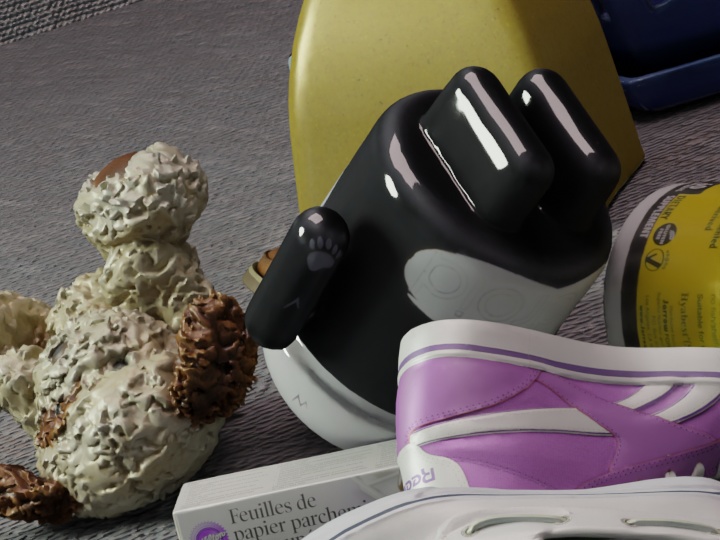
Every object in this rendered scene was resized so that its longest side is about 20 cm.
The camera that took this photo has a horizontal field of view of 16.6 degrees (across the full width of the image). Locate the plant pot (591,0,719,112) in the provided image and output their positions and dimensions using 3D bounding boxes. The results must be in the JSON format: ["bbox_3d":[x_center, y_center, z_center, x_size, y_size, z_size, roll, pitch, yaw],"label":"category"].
[{"bbox_3d":[0.243,-0.230,1.890,0.200,0.180,0.200,-17,13,-11],"label":"plant pot"}]

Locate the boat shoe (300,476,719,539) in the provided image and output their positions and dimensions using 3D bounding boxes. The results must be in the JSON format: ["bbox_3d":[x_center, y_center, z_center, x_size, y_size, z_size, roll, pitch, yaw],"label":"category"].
[{"bbox_3d":[0.058,0.116,0.925,0.200,0.074,0.067,-14,11,-3],"label":"boat shoe"}]

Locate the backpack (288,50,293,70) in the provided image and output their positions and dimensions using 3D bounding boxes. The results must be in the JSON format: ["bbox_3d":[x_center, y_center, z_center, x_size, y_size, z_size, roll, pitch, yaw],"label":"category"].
[{"bbox_3d":[0.046,-0.155,1.882,0.200,0.154,0.163,-2,-4,-16],"label":"backpack"}]

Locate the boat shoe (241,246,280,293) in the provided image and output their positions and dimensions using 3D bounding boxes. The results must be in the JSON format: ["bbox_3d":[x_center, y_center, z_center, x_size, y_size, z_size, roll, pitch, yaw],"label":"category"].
[{"bbox_3d":[0.000,0.000,1.297,0.068,0.072,0.200,-51,-14,10],"label":"boat shoe"}]

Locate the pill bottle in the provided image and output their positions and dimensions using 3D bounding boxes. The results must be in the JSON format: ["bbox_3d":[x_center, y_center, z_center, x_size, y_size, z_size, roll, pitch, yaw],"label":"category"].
[{"bbox_3d":[0.216,0.016,1.091,0.200,0.111,0.111,2,21,44],"label":"pill bottle"}]

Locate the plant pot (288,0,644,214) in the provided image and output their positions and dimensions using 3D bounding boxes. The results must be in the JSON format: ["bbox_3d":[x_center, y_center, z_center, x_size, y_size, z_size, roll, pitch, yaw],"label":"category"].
[{"bbox_3d":[0.058,-0.129,1.633,0.194,0.200,0.196,-9,16,21],"label":"plant pot"}]

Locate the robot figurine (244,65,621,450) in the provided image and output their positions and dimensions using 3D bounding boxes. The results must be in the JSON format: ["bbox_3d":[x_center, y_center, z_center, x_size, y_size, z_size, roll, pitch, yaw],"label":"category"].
[{"bbox_3d":[0.035,-0.003,1.131,0.150,0.200,0.125,26,37,-10],"label":"robot figurine"}]

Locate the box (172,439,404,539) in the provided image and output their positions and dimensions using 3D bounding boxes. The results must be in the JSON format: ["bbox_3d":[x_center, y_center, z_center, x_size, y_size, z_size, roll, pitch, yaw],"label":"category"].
[{"bbox_3d":[0.018,0.099,1.106,0.200,0.039,0.041,-13,13,5],"label":"box"}]

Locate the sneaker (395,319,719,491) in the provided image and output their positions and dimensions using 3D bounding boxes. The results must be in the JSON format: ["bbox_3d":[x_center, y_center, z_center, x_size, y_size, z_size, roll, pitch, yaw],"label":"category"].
[{"bbox_3d":[0.112,0.091,1.019,0.200,0.114,0.073,5,-33,-9],"label":"sneaker"}]

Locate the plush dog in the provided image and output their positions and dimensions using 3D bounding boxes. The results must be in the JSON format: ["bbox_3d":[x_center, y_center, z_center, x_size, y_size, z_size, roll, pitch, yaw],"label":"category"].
[{"bbox_3d":[-0.121,0.061,1.263,0.200,0.160,0.172,-39,24,14],"label":"plush dog"}]
